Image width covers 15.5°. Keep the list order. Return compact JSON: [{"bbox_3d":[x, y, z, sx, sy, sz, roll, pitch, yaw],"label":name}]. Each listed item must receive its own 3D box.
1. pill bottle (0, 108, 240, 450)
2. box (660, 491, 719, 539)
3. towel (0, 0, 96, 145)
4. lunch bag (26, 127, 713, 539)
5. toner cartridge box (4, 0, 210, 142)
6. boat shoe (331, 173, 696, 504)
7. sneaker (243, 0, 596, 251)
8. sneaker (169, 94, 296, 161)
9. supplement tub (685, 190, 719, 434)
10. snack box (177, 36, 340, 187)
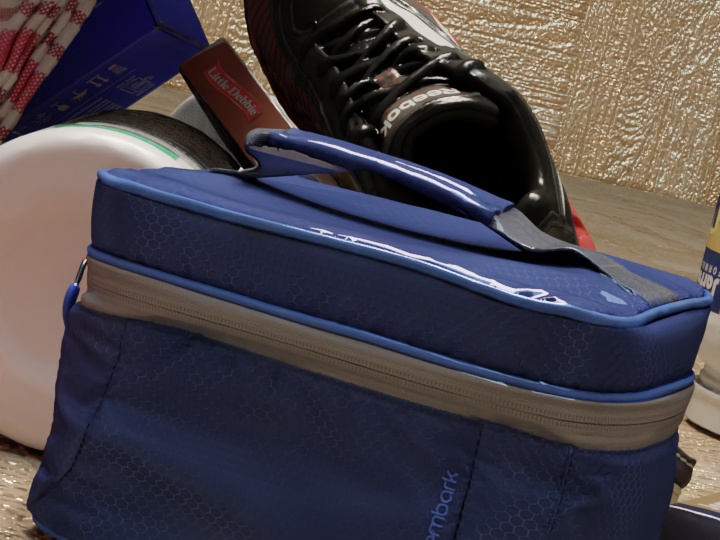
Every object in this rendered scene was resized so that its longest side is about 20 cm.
[{"bbox_3d":[-0.091,-0.002,0.985,0.113,0.113,0.200,14,7,1],"label":"pill bottle"},{"bbox_3d":[0.186,0.111,0.951,0.200,0.032,0.121,15,7,25],"label":"box"},{"bbox_3d":[-0.191,-0.064,1.008,0.146,0.200,0.030,17,-22,44],"label":"towel"},{"bbox_3d":[0.000,0.031,0.805,0.200,0.133,0.136,16,7,20],"label":"lunch bag"},{"bbox_3d":[-0.164,-0.081,1.082,0.200,0.095,0.043,-31,-23,19],"label":"toner cartridge box"},{"bbox_3d":[0.070,0.011,1.068,0.200,0.065,0.072,45,-3,0],"label":"boat shoe"},{"bbox_3d":[0.018,-0.060,0.987,0.201,0.071,0.098,55,-5,25],"label":"sneaker"},{"bbox_3d":[-0.043,-0.026,1.179,0.112,0.073,0.200,7,-19,-31],"label":"sneaker"},{"bbox_3d":[0.247,-0.007,1.340,0.144,0.201,0.144,13,6,-1],"label":"supplement tub"},{"bbox_3d":[0.000,0.000,1.001,0.200,0.024,0.072,53,-3,27],"label":"snack box"}]
